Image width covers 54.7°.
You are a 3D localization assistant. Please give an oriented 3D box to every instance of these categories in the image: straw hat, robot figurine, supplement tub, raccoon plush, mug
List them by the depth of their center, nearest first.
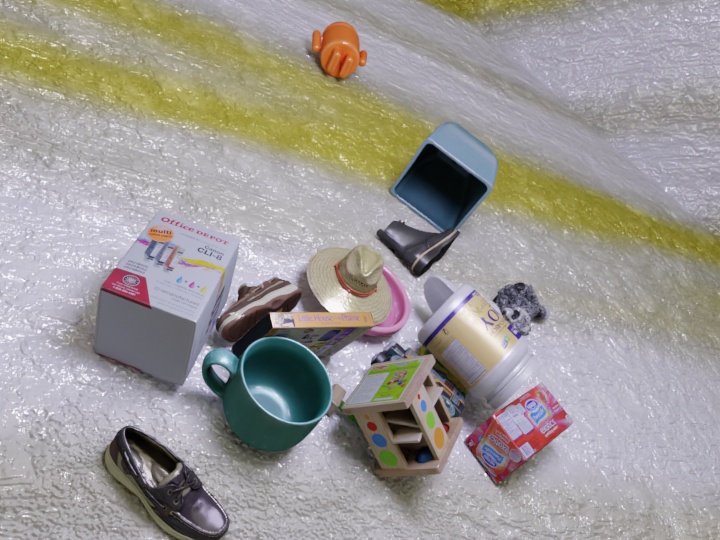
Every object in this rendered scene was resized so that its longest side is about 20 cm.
[{"bbox_3d":[-0.144,0.185,1.065,0.185,0.115,0.152,45,38,11],"label":"mug"},{"bbox_3d":[0.221,0.144,1.303,0.200,0.146,0.145,44,38,10],"label":"supplement tub"},{"bbox_3d":[0.000,0.000,1.314,0.199,0.085,0.203,23,40,-20],"label":"straw hat"},{"bbox_3d":[0.389,0.114,1.598,0.198,0.097,0.136,16,50,-27],"label":"raccoon plush"},{"bbox_3d":[-0.059,-0.630,1.974,0.142,0.117,0.202,-11,43,9],"label":"robot figurine"}]

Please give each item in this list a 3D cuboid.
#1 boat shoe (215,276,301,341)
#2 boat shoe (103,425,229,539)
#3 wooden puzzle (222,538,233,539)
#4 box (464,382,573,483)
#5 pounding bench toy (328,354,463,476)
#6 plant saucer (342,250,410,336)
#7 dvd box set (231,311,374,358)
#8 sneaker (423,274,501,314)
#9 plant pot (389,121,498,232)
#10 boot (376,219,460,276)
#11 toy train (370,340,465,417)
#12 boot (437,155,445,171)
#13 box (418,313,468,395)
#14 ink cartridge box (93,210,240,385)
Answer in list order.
[{"bbox_3d":[-0.189,0.061,1.202,0.075,0.075,0.202,37,28,17],"label":"boat shoe"},{"bbox_3d":[-0.252,0.283,0.913,0.199,0.065,0.073,36,40,2],"label":"boat shoe"},{"bbox_3d":[-0.170,0.449,0.834,0.185,0.037,0.199,47,38,11],"label":"wooden puzzle"},{"bbox_3d":[0.303,0.304,1.320,0.199,0.096,0.100,-17,62,-47],"label":"box"},{"bbox_3d":[0.046,0.252,1.155,0.124,0.198,0.158,-48,117,-50],"label":"pounding bench toy"},{"bbox_3d":[0.003,0.052,1.375,0.198,0.051,0.202,22,39,-19],"label":"plant saucer"},{"bbox_3d":[-0.095,0.109,1.155,0.198,0.146,0.030,2,62,-36],"label":"dvd box set"},{"bbox_3d":[0.218,0.079,1.439,0.201,0.074,0.115,50,35,3],"label":"sneaker"},{"bbox_3d":[0.225,-0.249,1.727,0.195,0.196,0.201,36,44,-2],"label":"plant pot"},{"bbox_3d":[0.139,-0.084,1.611,0.138,0.078,0.200,41,36,12],"label":"boot"},{"bbox_3d":[0.105,0.214,1.270,0.200,0.085,0.114,42,27,4],"label":"toy train"},{"bbox_3d":[0.230,-0.329,1.928,0.156,0.080,0.213,6,48,-35],"label":"boot"},{"bbox_3d":[0.179,0.169,1.401,0.117,0.049,0.201,33,39,-6],"label":"box"},{"bbox_3d":[-0.289,0.036,1.059,0.143,0.146,0.201,20,38,-3],"label":"ink cartridge box"}]
